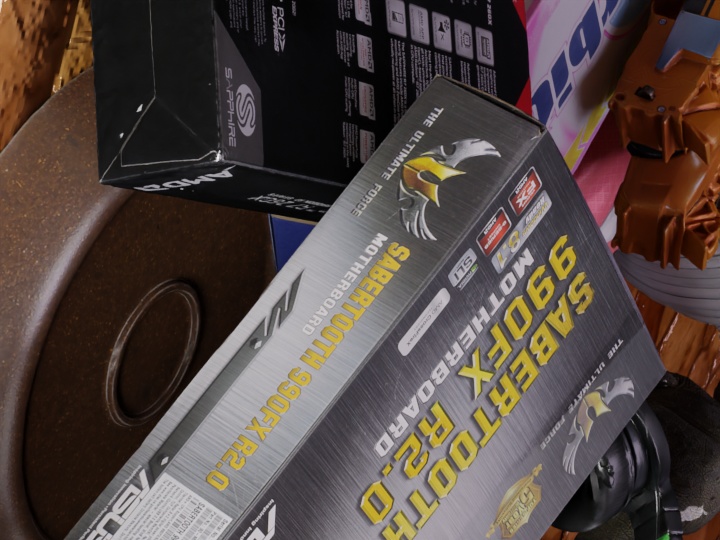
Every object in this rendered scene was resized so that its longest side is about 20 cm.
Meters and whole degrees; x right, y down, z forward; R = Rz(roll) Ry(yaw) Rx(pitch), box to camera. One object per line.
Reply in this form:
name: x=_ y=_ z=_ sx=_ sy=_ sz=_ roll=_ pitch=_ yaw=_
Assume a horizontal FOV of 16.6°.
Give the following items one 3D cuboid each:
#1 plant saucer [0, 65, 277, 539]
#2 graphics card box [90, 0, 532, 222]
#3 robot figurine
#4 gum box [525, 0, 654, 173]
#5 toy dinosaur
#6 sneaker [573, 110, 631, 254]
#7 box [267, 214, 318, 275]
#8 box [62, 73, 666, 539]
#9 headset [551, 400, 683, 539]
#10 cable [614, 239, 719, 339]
plant saucer: x=-0.082 y=0.023 z=0.841 sx=0.200 sy=0.034 sz=0.201 roll=-47 pitch=149 yaw=-41
graphics card box: x=-0.011 y=-0.080 z=0.799 sx=0.200 sy=0.051 sz=0.126 roll=8 pitch=77 yaw=-59
robot figurine: x=0.167 y=-0.102 z=1.056 sx=0.200 sy=0.058 sz=0.145 roll=-55 pitch=155 yaw=-28
gum box: x=0.082 y=-0.130 z=1.011 sx=0.200 sy=0.066 sz=0.114 roll=-58 pitch=153 yaw=-22
toy dinosaur: x=0.131 y=0.080 z=1.090 sx=0.200 sy=0.102 sz=0.077 roll=-32 pitch=131 yaw=-67
sneaker: x=0.113 y=-0.084 z=1.108 sx=0.200 sy=0.074 sz=0.087 roll=-63 pitch=154 yaw=-11
box: x=0.000 y=0.000 z=0.951 sx=0.200 sy=0.032 sz=0.121 roll=88 pitch=17 yaw=-48
box: x=0.006 y=0.061 z=0.788 sx=0.200 sy=0.048 sz=0.158 roll=-51 pitch=145 yaw=-13
headset: x=0.067 y=0.066 z=0.974 sx=0.123 sy=0.200 sz=0.094 roll=-3 pitch=156 yaw=-28
cable: x=0.197 y=-0.066 z=1.159 sx=0.200 sy=0.200 sz=0.069 roll=-47 pitch=128 yaw=-5
